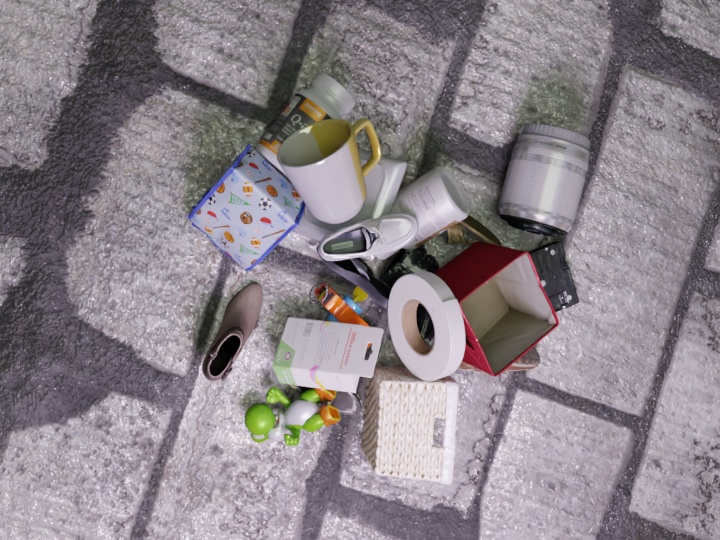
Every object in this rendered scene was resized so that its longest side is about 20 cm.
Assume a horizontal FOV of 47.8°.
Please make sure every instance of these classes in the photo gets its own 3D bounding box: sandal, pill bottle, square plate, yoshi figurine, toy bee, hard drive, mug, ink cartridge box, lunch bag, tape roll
[{"bbox_3d":[0.188,-0.091,1.685,0.210,0.078,0.070,35,111,-5],"label":"sandal"},{"bbox_3d":[-0.105,-0.276,1.583,0.116,0.116,0.201,37,87,-11],"label":"pill bottle"},{"bbox_3d":[-0.027,-0.145,1.594,0.195,0.028,0.204,20,90,26],"label":"square plate"},{"bbox_3d":[-0.146,0.283,1.589,0.197,0.113,0.113,-25,104,20],"label":"yoshi figurine"},{"bbox_3d":[0.000,0.000,1.625,0.199,0.076,0.043,36,111,2],"label":"sandal"},{"bbox_3d":[-0.042,0.065,1.633,0.129,0.109,0.202,-28,124,-12],"label":"toy bee"},{"bbox_3d":[0.355,0.037,1.730,0.197,0.038,0.142,-21,97,-10],"label":"hard drive"},{"bbox_3d":[0.104,-0.107,1.602,0.198,0.114,0.115,-31,99,23],"label":"pill bottle"},{"bbox_3d":[-0.042,-0.179,1.495,0.183,0.150,0.155,-21,125,4],"label":"mug"},{"bbox_3d":[-0.056,0.163,1.557,0.196,0.068,0.119,5,52,15],"label":"ink cartridge box"},{"bbox_3d":[-0.220,-0.111,1.558,0.170,0.124,0.200,41,124,-11],"label":"lunch bag"},{"bbox_3d":[0.121,0.103,1.519,0.036,0.202,0.207,-11,96,-31],"label":"tape roll"}]

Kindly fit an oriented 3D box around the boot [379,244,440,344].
[{"bbox_3d":[0.107,0.059,1.667,0.162,0.073,0.199,43,85,-8],"label":"boot"}]

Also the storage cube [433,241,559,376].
[{"bbox_3d":[0.241,0.068,1.575,0.199,0.179,0.173,-35,110,-15],"label":"storage cube"}]

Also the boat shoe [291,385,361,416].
[{"bbox_3d":[-0.081,0.239,1.646,0.199,0.061,0.072,32,88,-11],"label":"boat shoe"}]

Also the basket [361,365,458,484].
[{"bbox_3d":[0.096,0.298,1.614,0.157,0.200,0.203,3,93,-9],"label":"basket"}]

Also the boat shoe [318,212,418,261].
[{"bbox_3d":[0.017,-0.058,1.516,0.196,0.065,0.075,-20,92,-1],"label":"boat shoe"}]

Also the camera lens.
[{"bbox_3d":[0.374,-0.180,1.658,0.157,0.160,0.204,15,90,-11],"label":"camera lens"}]

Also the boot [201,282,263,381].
[{"bbox_3d":[-0.241,0.120,1.564,0.069,0.146,0.203,26,88,-9],"label":"boot"}]

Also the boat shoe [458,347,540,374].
[{"bbox_3d":[0.278,0.180,1.710,0.196,0.072,0.077,9,49,-4],"label":"boat shoe"}]
